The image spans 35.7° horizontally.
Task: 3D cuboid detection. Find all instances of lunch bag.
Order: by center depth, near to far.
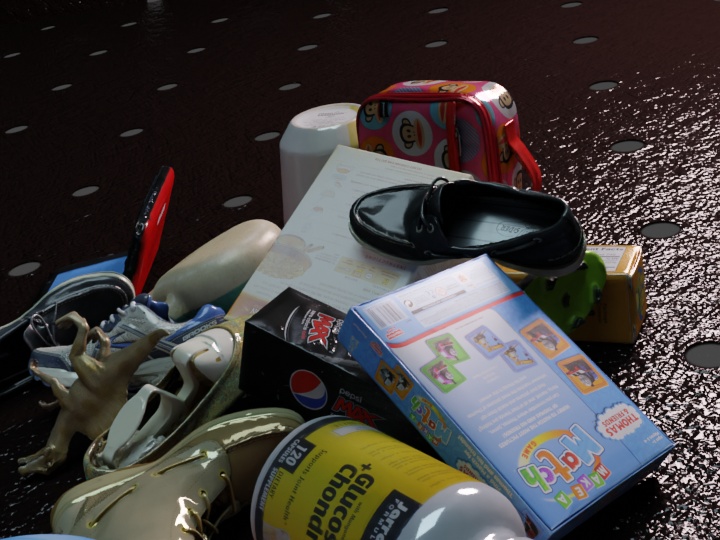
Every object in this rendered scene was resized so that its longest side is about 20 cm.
[{"bbox_3d":[0.091,-0.080,1.075,0.174,0.202,0.082,5,24,33],"label":"lunch bag"}]

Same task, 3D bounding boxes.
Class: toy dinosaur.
[{"bbox_3d":[-0.216,0.087,0.924,0.058,0.200,0.102,12,39,-55],"label":"toy dinosaur"}]

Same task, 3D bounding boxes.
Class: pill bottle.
[{"bbox_3d":[0.030,0.169,0.678,0.111,0.113,0.199,-28,29,-32],"label":"pill bottle"}]

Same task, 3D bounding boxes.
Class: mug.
[{"bbox_3d":[-0.006,-0.100,1.212,0.185,0.155,0.149,-23,26,-24],"label":"mug"}]

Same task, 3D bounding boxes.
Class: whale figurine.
[{"bbox_3d":[-0.141,0.030,1.092,0.199,0.104,0.159,-24,14,38],"label":"whale figurine"}]

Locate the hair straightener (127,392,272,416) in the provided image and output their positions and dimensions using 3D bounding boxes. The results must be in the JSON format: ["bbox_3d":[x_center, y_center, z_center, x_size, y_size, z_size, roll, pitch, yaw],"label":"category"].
[{"bbox_3d":[-0.119,0.116,0.933,0.198,0.041,0.077,-6,24,25],"label":"hair straightener"}]

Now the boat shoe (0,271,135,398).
[{"bbox_3d":[-0.305,0.068,1.079,0.198,0.075,0.062,-28,31,-13],"label":"boat shoe"}]

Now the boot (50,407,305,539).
[{"bbox_3d":[-0.109,0.177,0.767,0.198,0.074,0.155,-19,26,-13],"label":"boot"}]

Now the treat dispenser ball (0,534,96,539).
[{"bbox_3d":[-0.153,0.228,0.527,0.198,0.203,0.201,-9,25,4],"label":"treat dispenser ball"}]

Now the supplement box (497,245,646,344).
[{"bbox_3d":[0.152,0.018,1.000,0.198,0.067,0.069,3,26,27],"label":"supplement box"}]

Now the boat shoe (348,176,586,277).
[{"bbox_3d":[0.079,-0.043,0.887,0.197,0.066,0.075,14,66,21],"label":"boat shoe"}]

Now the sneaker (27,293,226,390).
[{"bbox_3d":[-0.203,0.065,1.003,0.197,0.086,0.077,-2,-6,12],"label":"sneaker"}]

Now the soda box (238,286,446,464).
[{"bbox_3d":[0.007,0.089,0.834,0.198,0.071,0.063,25,35,20],"label":"soda box"}]

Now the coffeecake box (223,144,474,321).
[{"bbox_3d":[0.000,0.000,0.980,0.152,0.073,0.201,17,65,36],"label":"coffeecake box"}]

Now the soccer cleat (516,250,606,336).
[{"bbox_3d":[0.115,0.047,0.914,0.199,0.068,0.081,-39,25,-13],"label":"soccer cleat"}]

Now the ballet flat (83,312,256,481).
[{"bbox_3d":[-0.141,0.098,0.878,0.070,0.071,0.200,18,61,47],"label":"ballet flat"}]

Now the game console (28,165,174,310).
[{"bbox_3d":[-0.284,-0.019,1.207,0.117,0.174,0.200,14,23,-8],"label":"game console"}]

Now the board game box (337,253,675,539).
[{"bbox_3d":[0.101,0.084,0.774,0.150,0.037,0.200,-19,56,-42],"label":"board game box"}]
